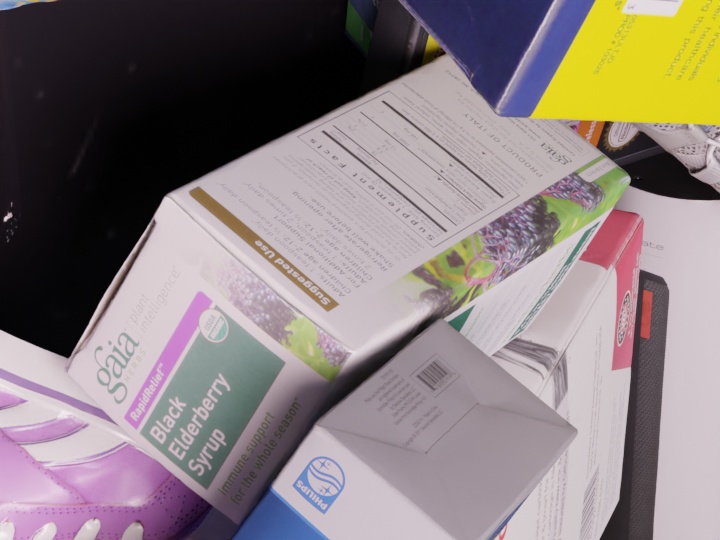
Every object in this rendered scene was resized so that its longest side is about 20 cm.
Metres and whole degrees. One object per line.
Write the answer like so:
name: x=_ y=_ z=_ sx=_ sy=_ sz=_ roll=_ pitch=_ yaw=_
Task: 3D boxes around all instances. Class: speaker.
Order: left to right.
speaker: x=0.136 y=0.038 z=1.264 sx=0.081 sy=0.081 sz=0.200 roll=-24 pitch=127 yaw=-37

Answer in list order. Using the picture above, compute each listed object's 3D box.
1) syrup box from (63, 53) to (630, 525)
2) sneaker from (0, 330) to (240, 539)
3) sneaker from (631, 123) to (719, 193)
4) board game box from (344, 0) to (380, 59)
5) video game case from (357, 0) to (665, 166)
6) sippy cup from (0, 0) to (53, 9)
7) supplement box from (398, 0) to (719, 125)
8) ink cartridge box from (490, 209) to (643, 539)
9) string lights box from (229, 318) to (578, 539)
syrup box: x=0.000 y=0.000 z=0.977 sx=0.200 sy=0.081 sz=0.079 roll=-32 pitch=158 yaw=-56
sneaker: x=-0.126 y=0.079 z=0.948 sx=0.200 sy=0.073 sz=0.114 roll=26 pitch=66 yaw=-15
sneaker: x=0.162 y=-0.052 z=1.116 sx=0.200 sy=0.082 sz=0.075 roll=26 pitch=113 yaw=-43
board game box: x=0.063 y=-0.167 z=1.045 sx=0.135 sy=0.034 sz=0.200 roll=-23 pitch=144 yaw=-20
video game case: x=0.086 y=-0.106 z=1.086 sx=0.181 sy=0.026 sz=0.200 roll=-18 pitch=144 yaw=-28
sippy cup: x=-0.096 y=-0.126 z=0.792 sx=0.140 sy=0.130 sz=0.178 roll=-25 pitch=112 yaw=-35
supplement box: x=0.108 y=-0.120 z=0.962 sx=0.200 sy=0.109 sz=0.110 roll=0 pitch=129 yaw=-41
ink cartridge box: x=0.036 y=0.079 z=1.114 sx=0.200 sy=0.085 sz=0.146 roll=-57 pitch=154 yaw=-53
string lights box: x=-0.025 y=0.117 z=0.909 sx=0.200 sy=0.059 sz=0.103 roll=-55 pitch=172 yaw=27
